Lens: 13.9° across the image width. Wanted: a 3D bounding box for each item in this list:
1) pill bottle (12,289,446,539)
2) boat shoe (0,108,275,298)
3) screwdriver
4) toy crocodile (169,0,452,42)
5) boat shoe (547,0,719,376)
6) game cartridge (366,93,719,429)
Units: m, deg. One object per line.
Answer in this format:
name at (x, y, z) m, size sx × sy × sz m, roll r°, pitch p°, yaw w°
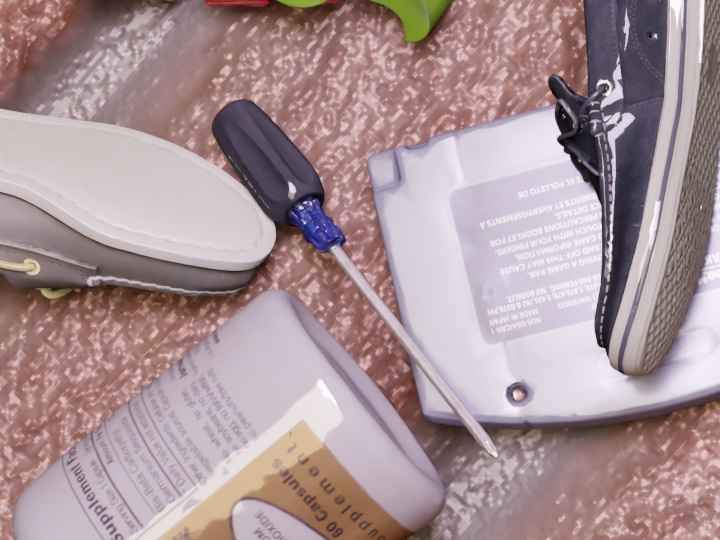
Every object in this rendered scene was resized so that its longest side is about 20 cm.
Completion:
pill bottle at (-0.075, 0.111, 1.187) m, size 0.200 × 0.114 × 0.114 m, roll -39°, pitch 78°, yaw 4°
boat shoe at (-0.136, -0.026, 1.244) m, size 0.202 × 0.072 × 0.060 m, roll 16°, pitch 127°, yaw 1°
screwdriver at (0.000, 0.000, 1.206) m, size 0.200 × 0.028 × 0.029 m, roll 48°, pitch 134°, yaw 30°
toy crocodile at (-0.058, -0.138, 1.246) m, size 0.200 × 0.062 × 0.068 m, roll 6°, pitch 45°, yaw 14°
boat shoe at (0.106, -0.057, 1.162) m, size 0.062 × 0.075 × 0.200 m, roll 2°, pitch 79°, yaw 16°
game cartridge at (0.112, -0.007, 1.207) m, size 0.200 × 0.041 × 0.133 m, roll -14°, pitch 77°, yaw 9°
